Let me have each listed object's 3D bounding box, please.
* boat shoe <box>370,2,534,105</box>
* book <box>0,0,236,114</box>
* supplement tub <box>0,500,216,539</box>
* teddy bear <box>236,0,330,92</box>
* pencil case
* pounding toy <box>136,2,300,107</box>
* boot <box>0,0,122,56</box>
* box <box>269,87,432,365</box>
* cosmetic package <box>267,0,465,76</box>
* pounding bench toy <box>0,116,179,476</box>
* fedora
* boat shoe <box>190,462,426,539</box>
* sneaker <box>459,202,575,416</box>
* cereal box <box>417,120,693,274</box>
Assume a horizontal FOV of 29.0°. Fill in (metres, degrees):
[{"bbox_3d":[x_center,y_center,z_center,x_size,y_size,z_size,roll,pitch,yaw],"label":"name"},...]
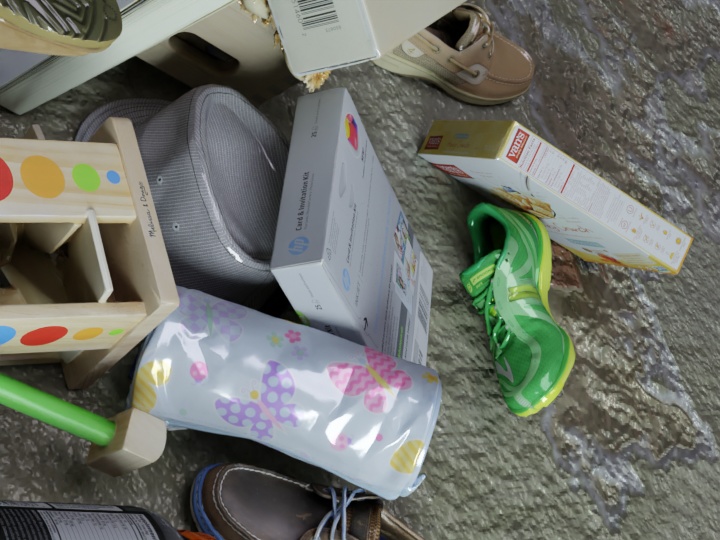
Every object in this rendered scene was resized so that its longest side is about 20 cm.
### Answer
[{"bbox_3d":[0.089,-0.199,1.235,0.199,0.064,0.072,7,60,-38],"label":"boat shoe"},{"bbox_3d":[-0.167,-0.204,0.919,0.048,0.199,0.135,28,44,-52],"label":"book"},{"bbox_3d":[-0.169,0.182,0.724,0.199,0.122,0.124,11,57,-37],"label":"supplement tub"},{"bbox_3d":[-0.027,-0.214,0.979,0.146,0.066,0.200,60,32,-13],"label":"teddy bear"},{"bbox_3d":[-0.048,0.078,0.881,0.198,0.083,0.091,17,54,-5],"label":"pencil case"},{"bbox_3d":[-0.140,-0.240,1.028,0.199,0.141,0.186,25,49,-46],"label":"pounding toy"},{"bbox_3d":[-0.256,-0.121,0.785,0.174,0.200,0.067,17,53,-36],"label":"boot"},{"bbox_3d":[0.000,0.000,0.971,0.201,0.041,0.157,63,25,-46],"label":"box"},{"bbox_3d":[0.016,-0.213,0.933,0.200,0.073,0.104,-42,119,-50],"label":"cosmetic package"},{"bbox_3d":[-0.203,0.025,0.793,0.155,0.124,0.202,-1,65,-41],"label":"pounding bench toy"},{"bbox_3d":[-0.100,-0.055,0.958,0.176,0.090,0.202,3,62,-41],"label":"fedora"},{"bbox_3d":[-0.014,0.170,0.902,0.199,0.072,0.073,28,50,-25],"label":"boat shoe"},{"bbox_3d":[0.115,0.030,1.110,0.083,0.074,0.201,25,41,-31],"label":"sneaker"},{"bbox_3d":[0.160,-0.062,1.160,0.199,0.144,0.040,29,84,-23],"label":"cereal box"}]
